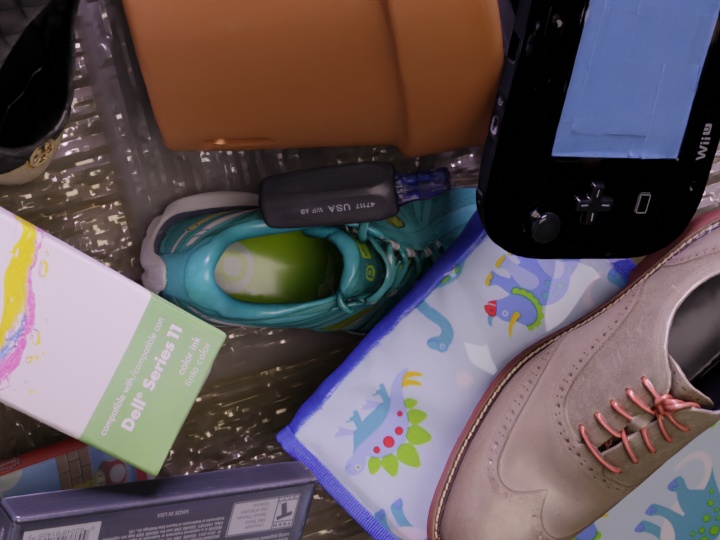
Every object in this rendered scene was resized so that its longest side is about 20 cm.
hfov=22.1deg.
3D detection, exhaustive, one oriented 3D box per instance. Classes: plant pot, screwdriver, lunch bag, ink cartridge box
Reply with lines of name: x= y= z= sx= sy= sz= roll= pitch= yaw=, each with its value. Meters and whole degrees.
plant pot: x=-0.033 y=-0.135 z=0.770 sx=0.139 sy=0.200 sz=0.202 roll=-14 pitch=99 yaw=-3
screwdriver: x=0.054 y=-0.043 z=0.778 sx=0.198 sy=0.028 sz=0.029 roll=-10 pitch=91 yaw=6
lunch bag: x=0.083 y=0.075 z=0.840 sx=0.170 sy=0.127 sz=0.200 roll=-46 pitch=117 yaw=2
ink cartridge box: x=-0.166 y=0.001 z=0.735 sx=0.199 sy=0.117 sz=0.068 roll=30 pitch=84 yaw=-29

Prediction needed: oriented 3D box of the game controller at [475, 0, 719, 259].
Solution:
game controller: x=0.108 y=-0.098 z=0.711 sx=0.103 sy=0.042 sz=0.202 roll=3 pitch=115 yaw=-20

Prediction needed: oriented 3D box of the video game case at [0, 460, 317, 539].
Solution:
video game case: x=-0.102 y=0.177 z=0.785 sx=0.142 sy=0.019 sz=0.202 roll=-3 pitch=120 yaw=-36

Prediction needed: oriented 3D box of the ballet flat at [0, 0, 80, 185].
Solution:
ballet flat: x=-0.131 y=-0.085 z=0.728 sx=0.057 sy=0.200 sz=0.067 roll=36 pitch=62 yaw=7

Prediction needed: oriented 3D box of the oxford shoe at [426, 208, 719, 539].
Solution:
oxford shoe: x=0.104 y=0.052 z=0.746 sx=0.070 sy=0.075 sz=0.200 roll=42 pitch=88 yaw=-10

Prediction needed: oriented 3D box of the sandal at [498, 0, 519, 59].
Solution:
sandal: x=0.059 y=-0.148 z=0.857 sx=0.045 sy=0.075 sz=0.202 roll=-18 pitch=97 yaw=-18

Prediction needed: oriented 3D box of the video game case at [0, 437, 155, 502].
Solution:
video game case: x=-0.171 y=0.159 z=0.782 sx=0.199 sy=0.017 sz=0.145 roll=-18 pitch=112 yaw=-31

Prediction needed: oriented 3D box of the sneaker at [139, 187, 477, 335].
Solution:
sneaker: x=0.000 y=0.000 z=0.840 sx=0.198 sy=0.080 sz=0.078 roll=-6 pitch=97 yaw=-22
